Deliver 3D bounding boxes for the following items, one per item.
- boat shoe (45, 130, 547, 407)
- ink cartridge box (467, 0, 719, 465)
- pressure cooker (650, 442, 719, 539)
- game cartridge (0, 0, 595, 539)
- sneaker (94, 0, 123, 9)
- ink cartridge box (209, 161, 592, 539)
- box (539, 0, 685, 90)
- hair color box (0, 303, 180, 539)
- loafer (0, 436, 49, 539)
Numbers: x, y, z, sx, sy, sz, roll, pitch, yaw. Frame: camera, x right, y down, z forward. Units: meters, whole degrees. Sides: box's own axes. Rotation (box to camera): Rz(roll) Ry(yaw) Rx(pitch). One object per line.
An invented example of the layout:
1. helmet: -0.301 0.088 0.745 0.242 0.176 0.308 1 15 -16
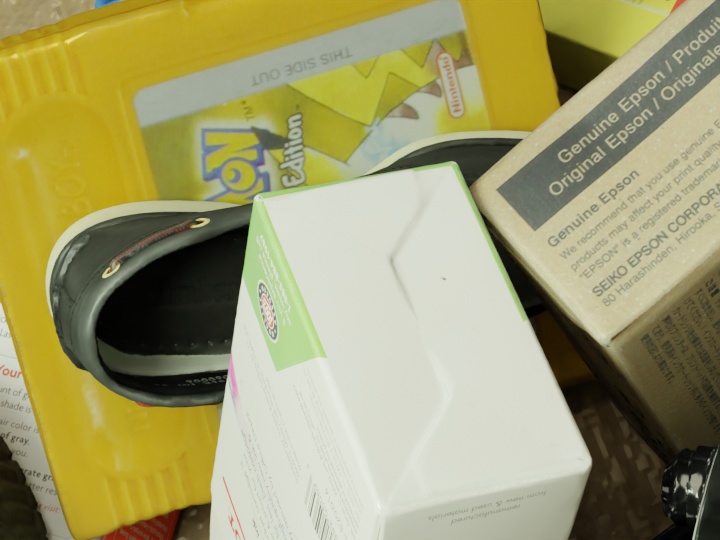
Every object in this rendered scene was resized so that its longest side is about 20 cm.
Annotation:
1. boat shoe: 0.000 0.003 0.961 0.201 0.074 0.063 -9 22 -13
2. ink cartridge box: 0.139 -0.019 0.940 0.165 0.200 0.075 -41 62 -1
3. pressure cooker: 0.170 0.118 0.893 0.200 0.176 0.179 7 69 17
4. game cartridge: -0.025 -0.016 0.995 0.200 0.176 0.032 -18 22 -10
5. sneaker: -0.033 -0.076 1.041 0.105 0.076 0.200 -13 110 3
6. ink cartridge box: 0.005 0.075 0.908 0.067 0.200 0.117 -11 56 -17
7. box: 0.063 -0.116 1.087 0.200 0.050 0.075 24 76 25
8. hair color box: -0.106 0.034 1.082 0.101 0.061 0.200 12 76 22
9. loafer: -0.135 0.124 0.985 0.067 0.076 0.200 -24 71 6
